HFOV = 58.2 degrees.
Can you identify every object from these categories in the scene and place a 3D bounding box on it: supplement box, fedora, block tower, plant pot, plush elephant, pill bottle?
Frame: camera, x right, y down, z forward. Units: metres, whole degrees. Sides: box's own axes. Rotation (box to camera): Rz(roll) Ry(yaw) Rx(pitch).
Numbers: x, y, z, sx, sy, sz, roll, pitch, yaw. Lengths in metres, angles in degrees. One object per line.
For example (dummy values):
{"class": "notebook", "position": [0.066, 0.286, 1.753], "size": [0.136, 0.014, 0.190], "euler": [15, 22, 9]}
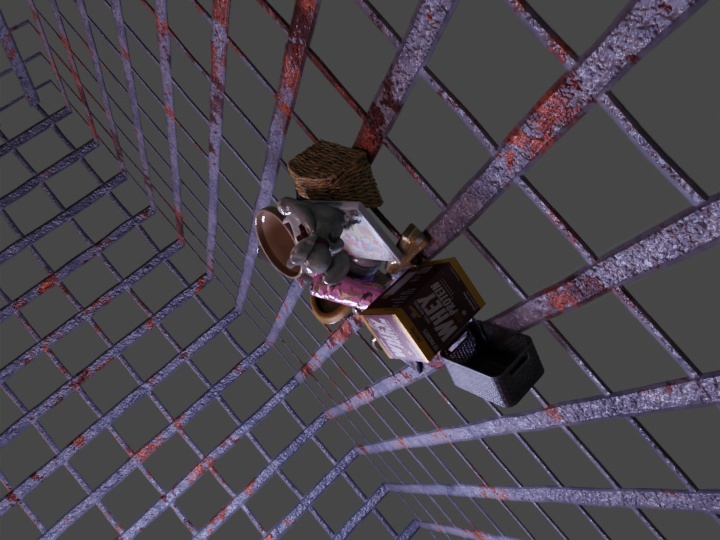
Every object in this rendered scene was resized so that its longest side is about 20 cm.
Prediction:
{"class": "supplement box", "position": [0.138, 0.090, 1.487], "size": [0.134, 0.200, 0.197], "euler": [53, 158, -11]}
{"class": "fedora", "position": [-0.064, 0.066, 1.937], "size": [0.199, 0.203, 0.081], "euler": [30, -172, 41]}
{"class": "block tower", "position": [0.000, 0.000, 1.813], "size": [0.199, 0.054, 0.058], "euler": [39, 157, 29]}
{"class": "plant pot", "position": [-0.187, -0.088, 1.715], "size": [0.200, 0.092, 0.203], "euler": [34, 142, 32]}
{"class": "plush elephant", "position": [-0.098, -0.056, 1.393], "size": [0.198, 0.156, 0.165], "euler": [3, 148, 47]}
{"class": "pill bottle", "position": [-0.004, -0.024, 1.665], "size": [0.112, 0.112, 0.201], "euler": [43, 138, 17]}

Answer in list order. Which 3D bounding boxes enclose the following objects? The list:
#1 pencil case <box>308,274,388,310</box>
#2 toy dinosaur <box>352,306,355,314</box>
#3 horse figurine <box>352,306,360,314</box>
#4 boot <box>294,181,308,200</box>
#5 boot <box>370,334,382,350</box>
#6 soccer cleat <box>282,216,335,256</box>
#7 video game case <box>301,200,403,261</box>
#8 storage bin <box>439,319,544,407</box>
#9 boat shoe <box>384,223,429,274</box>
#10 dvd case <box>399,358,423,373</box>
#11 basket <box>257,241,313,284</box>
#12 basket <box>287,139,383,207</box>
{"class": "pencil case", "position": [-0.026, 0.050, 1.606], "size": [0.197, 0.084, 0.087], "euler": [18, -167, 4]}
{"class": "toy dinosaur", "position": [-0.022, 0.095, 2.025], "size": [0.088, 0.048, 0.200], "euler": [40, 160, 8]}
{"class": "horse figurine", "position": [0.085, 0.096, 1.709], "size": [0.197, 0.050, 0.133], "euler": [-16, 127, 20]}
{"class": "boot", "position": [-0.141, -0.156, 1.753], "size": [0.201, 0.065, 0.167], "euler": [102, 156, -61]}
{"class": "boot", "position": [0.104, 0.209, 1.878], "size": [0.138, 0.077, 0.201], "euler": [37, 155, 19]}
{"class": "soccer cleat", "position": [-0.111, -0.063, 1.571], "size": [0.201, 0.077, 0.069], "euler": [56, -171, 3]}
{"class": "video game case", "position": [-0.021, -0.089, 1.470], "size": [0.180, 0.023, 0.200], "euler": [7, 151, 41]}
{"class": "storage bin", "position": [0.293, 0.205, 1.452], "size": [0.199, 0.135, 0.095], "euler": [15, 140, 56]}
{"class": "boat shoe", "position": [0.113, -0.032, 1.529], "size": [0.076, 0.072, 0.200], "euler": [35, 156, 5]}
{"class": "dvd case", "position": [0.122, 0.215, 1.965], "size": [0.142, 0.017, 0.202], "euler": [32, 151, 38]}
{"class": "basket", "position": [-0.180, -0.058, 1.890], "size": [0.199, 0.136, 0.182], "euler": [33, 116, 16]}
{"class": "basket", "position": [-0.066, -0.195, 1.508], "size": [0.199, 0.142, 0.150], "euler": [26, 148, 46]}
